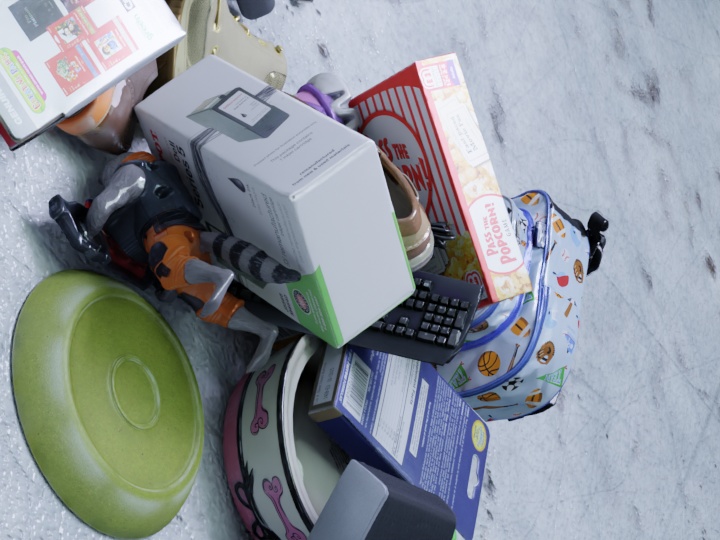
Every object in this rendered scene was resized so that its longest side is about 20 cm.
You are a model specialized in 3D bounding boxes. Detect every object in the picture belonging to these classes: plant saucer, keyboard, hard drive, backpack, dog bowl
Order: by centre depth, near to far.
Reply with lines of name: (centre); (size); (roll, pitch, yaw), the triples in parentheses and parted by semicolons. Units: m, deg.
plant saucer: (-0.171, 0.091, 1.536); (0.200, 0.031, 0.201); (37, 43, -45)
hard drive: (-0.005, 0.251, 1.600); (0.135, 0.042, 0.201); (29, 86, -50)
keyboard: (0.000, 0.000, 1.663); (0.021, 0.199, 0.128); (77, 31, -55)
dog bowl: (-0.031, 0.147, 1.686); (0.200, 0.073, 0.202); (33, 49, -47)
backpack: (0.108, 0.034, 1.894); (0.154, 0.199, 0.192); (24, 58, -46)

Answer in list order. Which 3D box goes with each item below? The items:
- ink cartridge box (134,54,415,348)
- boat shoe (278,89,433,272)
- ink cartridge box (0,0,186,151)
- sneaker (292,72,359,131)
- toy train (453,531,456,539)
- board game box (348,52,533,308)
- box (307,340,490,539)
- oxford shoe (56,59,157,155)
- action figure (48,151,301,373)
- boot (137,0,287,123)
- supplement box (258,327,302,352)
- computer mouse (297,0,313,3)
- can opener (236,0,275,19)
ink cartridge box: (-0.064, -0.054, 1.589); (0.084, 0.200, 0.146); (-36, 132, -22)
boat shoe: (-0.015, -0.082, 1.657); (0.076, 0.200, 0.072); (-38, 153, -22)
ink cartridge box: (-0.249, -0.196, 1.481); (0.175, 0.084, 0.201); (-39, 101, -40)
sneaker: (-0.028, -0.059, 1.741); (0.088, 0.080, 0.201); (-17, 77, -31)
toy train: (0.046, 0.258, 1.794); (0.056, 0.042, 0.201); (37, 42, -28)
board game box: (0.053, -0.058, 1.746); (0.046, 0.151, 0.201); (-16, 85, -33)
box: (0.034, 0.120, 1.701); (0.200, 0.032, 0.122); (47, 40, -34)
oxford shoe: (-0.190, -0.181, 1.636); (0.073, 0.071, 0.201); (39, 51, -48)
action figure: (-0.124, -0.016, 1.578); (0.194, 0.105, 0.200); (48, 9, 29)
boot: (-0.117, -0.206, 1.722); (0.155, 0.072, 0.202); (11, 86, -58)
supplement box: (-0.024, 0.050, 1.772); (0.200, 0.068, 0.067); (44, 40, -41)
computer mouse: (-0.097, -0.318, 1.894); (0.200, 0.052, 0.140); (15, 62, -67)
can opener: (-0.091, -0.284, 1.777); (0.200, 0.066, 0.054); (71, -5, -64)
